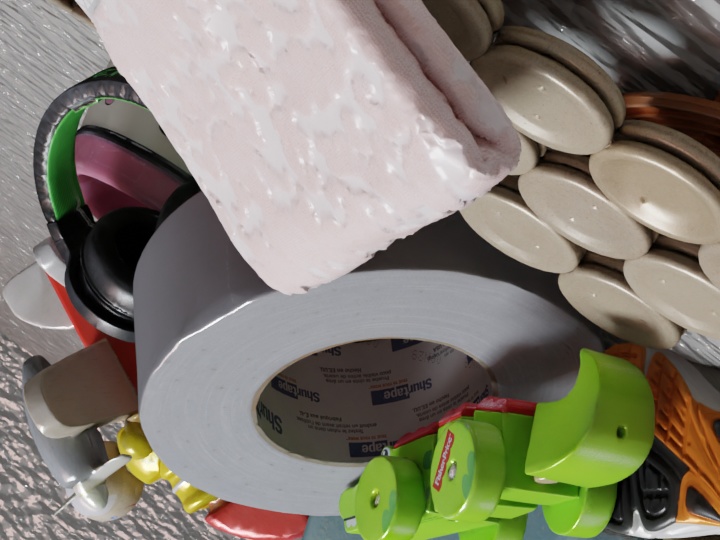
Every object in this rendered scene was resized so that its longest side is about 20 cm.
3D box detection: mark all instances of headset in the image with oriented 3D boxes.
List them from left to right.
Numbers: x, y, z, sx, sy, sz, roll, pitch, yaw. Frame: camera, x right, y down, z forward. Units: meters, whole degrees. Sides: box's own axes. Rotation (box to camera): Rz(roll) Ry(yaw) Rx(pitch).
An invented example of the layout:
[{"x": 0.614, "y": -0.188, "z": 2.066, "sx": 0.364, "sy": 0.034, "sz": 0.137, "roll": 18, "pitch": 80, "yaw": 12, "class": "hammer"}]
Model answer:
[{"x": -0.081, "y": -0.008, "z": 0.984, "sx": 0.123, "sy": 0.094, "sz": 0.201, "roll": -18, "pitch": 101, "yaw": 40, "class": "headset"}]

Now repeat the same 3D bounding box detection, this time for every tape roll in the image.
[{"x": 0.003, "y": 0.030, "z": 0.855, "sx": 0.199, "sy": 0.066, "sz": 0.201, "roll": -5, "pitch": 146, "yaw": -3, "class": "tape roll"}]

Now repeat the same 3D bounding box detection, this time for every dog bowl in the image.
[{"x": -0.076, "y": -0.032, "z": 1.097, "sx": 0.200, "sy": 0.074, "sz": 0.200, "roll": 35, "pitch": 167, "yaw": 9, "class": "dog bowl"}]

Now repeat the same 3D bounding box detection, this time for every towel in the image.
[{"x": -0.046, "y": -0.083, "z": 0.653, "sx": 0.191, "sy": 0.032, "sz": 0.200, "roll": 52, "pitch": 160, "yaw": -4, "class": "towel"}]

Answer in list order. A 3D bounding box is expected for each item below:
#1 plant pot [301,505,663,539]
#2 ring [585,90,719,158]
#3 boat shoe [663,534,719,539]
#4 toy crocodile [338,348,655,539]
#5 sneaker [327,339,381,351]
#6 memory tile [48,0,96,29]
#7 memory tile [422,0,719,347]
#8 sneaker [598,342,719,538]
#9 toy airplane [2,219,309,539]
[{"x": 0.075, "y": 0.189, "z": 1.024, "sx": 0.196, "sy": 0.201, "sz": 0.196, "roll": 23, "pitch": -171, "yaw": -38, "class": "plant pot"}, {"x": 0.164, "y": -0.001, "z": 0.697, "sx": 0.200, "sy": 0.019, "sz": 0.201, "roll": 34, "pitch": 168, "yaw": 8, "class": "ring"}, {"x": 0.214, "y": 0.140, "z": 0.777, "sx": 0.199, "sy": 0.068, "sz": 0.072, "roll": 10, "pitch": -169, "yaw": 4, "class": "boat shoe"}, {"x": 0.049, "y": 0.081, "z": 0.815, "sx": 0.067, "sy": 0.062, "sz": 0.200, "roll": 10, "pitch": 161, "yaw": -22, "class": "toy crocodile"}, {"x": 0.000, "y": 0.000, "z": 0.965, "sx": 0.200, "sy": 0.075, "sz": 0.090, "roll": 36, "pitch": -174, "yaw": -38, "class": "sneaker"}, {"x": -0.068, "y": -0.089, "z": 0.918, "sx": 0.199, "sy": 0.017, "sz": 0.153, "roll": 32, "pitch": -177, "yaw": 20, "class": "memory tile"}, {"x": 0.060, "y": -0.039, "z": 0.677, "sx": 0.200, "sy": 0.017, "sz": 0.153, "roll": 37, "pitch": 163, "yaw": -14, "class": "memory tile"}, {"x": 0.159, "y": 0.075, "z": 0.759, "sx": 0.092, "sy": 0.076, "sz": 0.200, "roll": 11, "pitch": -179, "yaw": -25, "class": "sneaker"}, {"x": -0.126, "y": 0.071, "z": 1.103, "sx": 0.200, "sy": 0.141, "sz": 0.199, "roll": 28, "pitch": -166, "yaw": -34, "class": "toy airplane"}]
